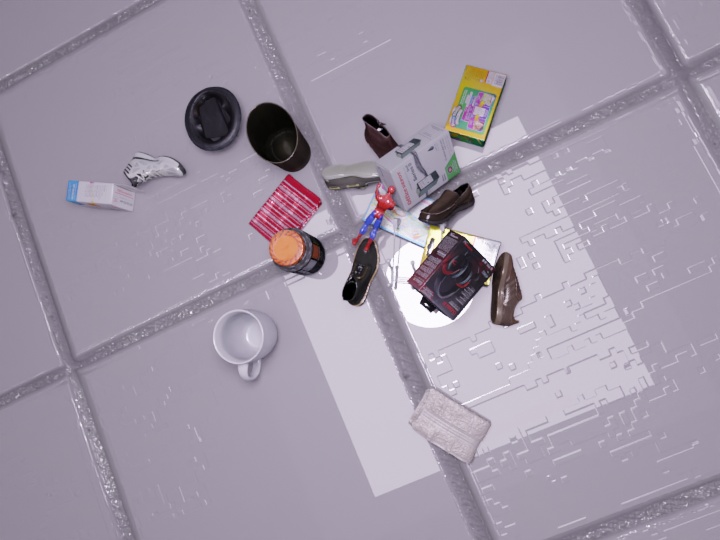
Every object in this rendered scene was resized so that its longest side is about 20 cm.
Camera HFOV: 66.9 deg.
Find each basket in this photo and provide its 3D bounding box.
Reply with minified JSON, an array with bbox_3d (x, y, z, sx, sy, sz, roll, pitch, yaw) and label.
[{"bbox_3d":[-0.223,-0.364,1.565,0.136,0.200,0.181,-30,81,6],"label":"basket"}]

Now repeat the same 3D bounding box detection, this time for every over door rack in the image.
[{"bbox_3d":[0.150,-0.047,1.488,0.147,0.067,0.201,5,88,17],"label":"over door rack"}]

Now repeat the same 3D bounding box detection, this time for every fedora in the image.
[{"bbox_3d":[-0.436,-0.453,1.668,0.200,0.092,0.201,-1,85,11],"label":"fedora"}]

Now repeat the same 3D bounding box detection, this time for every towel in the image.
[{"bbox_3d":[0.243,0.421,1.495,0.200,0.034,0.133,29,92,11],"label":"towel"},{"bbox_3d":[-0.226,-0.175,1.641,0.145,0.022,0.200,40,93,12],"label":"towel"}]

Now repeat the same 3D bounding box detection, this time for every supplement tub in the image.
[{"bbox_3d":[-0.178,-0.052,1.530,0.122,0.200,0.123,-1,84,11],"label":"supplement tub"}]

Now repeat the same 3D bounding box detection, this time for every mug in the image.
[{"bbox_3d":[-0.312,0.210,1.545,0.147,0.175,0.201,-1,85,11],"label":"mug"}]

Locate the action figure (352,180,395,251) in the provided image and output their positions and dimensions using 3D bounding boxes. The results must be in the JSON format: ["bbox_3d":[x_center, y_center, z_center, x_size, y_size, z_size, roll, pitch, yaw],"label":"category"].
[{"bbox_3d":[0.046,-0.160,1.500,0.065,0.099,0.200,25,125,-9],"label":"action figure"}]

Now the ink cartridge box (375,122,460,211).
[{"bbox_3d":[0.157,-0.279,1.484,0.200,0.146,0.084,-37,42,-9],"label":"ink cartridge box"}]

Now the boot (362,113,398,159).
[{"bbox_3d":[0.081,-0.335,1.520,0.072,0.166,0.200,-45,79,0],"label":"boot"}]

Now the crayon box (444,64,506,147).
[{"bbox_3d":[0.324,-0.465,1.543,0.119,0.058,0.200,19,89,12],"label":"crayon box"}]

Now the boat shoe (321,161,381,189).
[{"bbox_3d":[-0.010,-0.271,1.580,0.201,0.060,0.072,-1,45,17],"label":"boat shoe"}]

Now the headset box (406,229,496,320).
[{"bbox_3d":[0.230,0.021,1.415,0.149,0.075,0.200,41,89,-28],"label":"headset box"}]

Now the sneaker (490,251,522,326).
[{"bbox_3d":[0.404,0.052,1.490,0.075,0.070,0.201,8,90,-8],"label":"sneaker"}]

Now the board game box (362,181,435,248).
[{"bbox_3d":[0.123,-0.164,1.567,0.200,0.034,0.135,25,90,12],"label":"board game box"}]

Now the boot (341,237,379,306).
[{"bbox_3d":[0.000,0.000,1.523,0.077,0.138,0.201,8,86,12],"label":"boot"}]

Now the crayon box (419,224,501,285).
[{"bbox_3d":[0.276,-0.043,1.518,0.200,0.051,0.127,16,91,11],"label":"crayon box"}]

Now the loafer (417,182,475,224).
[{"bbox_3d":[0.231,-0.187,1.485,0.073,0.200,0.072,23,133,43],"label":"loafer"}]

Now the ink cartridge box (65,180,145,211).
[{"bbox_3d":[-0.791,-0.231,1.704,0.199,0.115,0.068,5,86,11],"label":"ink cartridge box"}]

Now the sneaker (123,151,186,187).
[{"bbox_3d":[-0.641,-0.294,1.682,0.200,0.076,0.116,13,60,20],"label":"sneaker"}]
